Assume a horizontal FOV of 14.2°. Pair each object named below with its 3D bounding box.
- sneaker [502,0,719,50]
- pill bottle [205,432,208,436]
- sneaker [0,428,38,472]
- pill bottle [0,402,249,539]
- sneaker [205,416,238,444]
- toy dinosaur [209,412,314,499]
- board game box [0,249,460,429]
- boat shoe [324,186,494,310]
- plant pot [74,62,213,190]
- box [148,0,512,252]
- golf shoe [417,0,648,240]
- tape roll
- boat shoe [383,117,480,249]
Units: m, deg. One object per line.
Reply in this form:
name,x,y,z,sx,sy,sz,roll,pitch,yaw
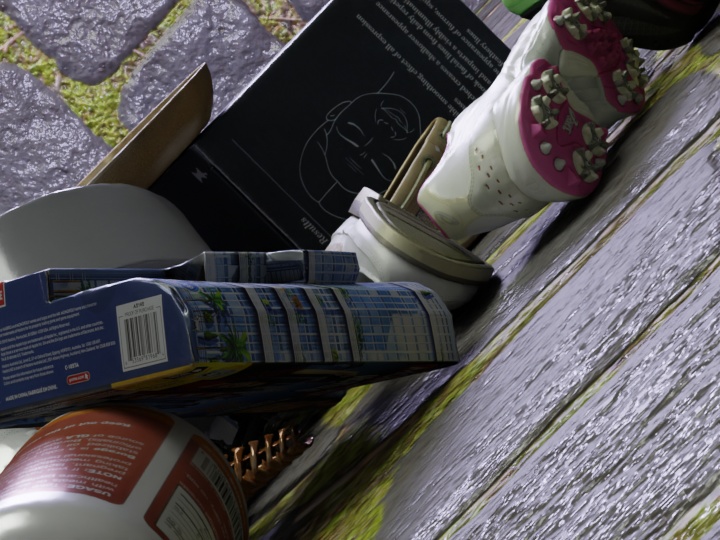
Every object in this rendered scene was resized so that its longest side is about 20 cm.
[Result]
sneaker,0.164,-0.163,1.500,0.200,0.084,0.077,-13,42,47
pill bottle,-0.112,0.058,1.801,0.200,0.112,0.112,-48,5,-35
sneaker,-0.126,0.106,1.405,0.116,0.074,0.200,-41,43,8
pill bottle,-0.113,0.131,1.165,0.112,0.112,0.200,-44,4,15
sneaker,-0.111,0.044,1.682,0.200,0.074,0.087,27,79,46
toy dinosaur,-0.089,0.105,1.472,0.199,0.102,0.136,1,51,33
board game box,-0.060,0.029,1.308,0.199,0.062,0.200,0,-10,-42
boat shoe,0.015,0.006,1.431,0.069,0.075,0.200,-59,3,2
plant pot,-0.149,-0.038,1.633,0.200,0.027,0.200,-45,6,6
box,-0.004,-0.067,1.699,0.200,0.148,0.107,-47,5,-29
golf shoe,0.082,-0.078,1.427,0.091,0.075,0.200,-32,9,27
tape roll,-0.159,0.050,1.555,0.200,0.066,0.201,-26,-35,-20
boat shoe,0.000,0.000,1.578,0.200,0.063,0.073,-45,5,-27
